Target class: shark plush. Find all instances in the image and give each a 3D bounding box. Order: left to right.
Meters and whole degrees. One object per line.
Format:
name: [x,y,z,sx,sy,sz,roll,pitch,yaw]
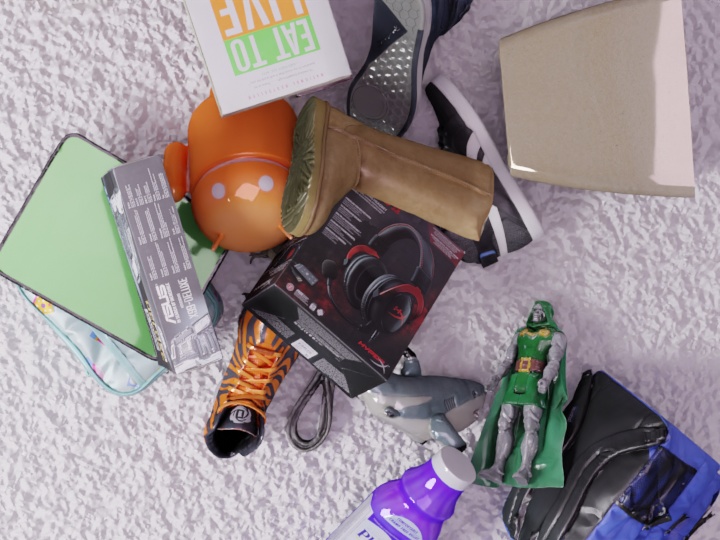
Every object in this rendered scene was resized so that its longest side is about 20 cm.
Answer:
shark plush: [0.038,0.118,1.709,0.200,0.091,0.083,27,79,-14]

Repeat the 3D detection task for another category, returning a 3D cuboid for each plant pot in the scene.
plant pot: [0.232,-0.173,1.645,0.177,0.200,0.200,-4,97,7]

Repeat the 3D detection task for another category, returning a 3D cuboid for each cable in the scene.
cable: [-0.026,0.095,1.719,0.097,0.050,0.200,38,91,-5]

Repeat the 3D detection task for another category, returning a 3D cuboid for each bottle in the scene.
bottle: [0.040,0.261,1.701,0.084,0.065,0.200,38,117,-9]

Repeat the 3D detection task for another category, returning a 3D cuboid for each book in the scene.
book: [-0.101,-0.262,1.572,0.134,0.048,0.200,-19,93,-5]

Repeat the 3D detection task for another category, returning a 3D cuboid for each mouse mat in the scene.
mouse mat: [-0.243,-0.023,1.634,0.200,0.008,0.161,31,84,-9]

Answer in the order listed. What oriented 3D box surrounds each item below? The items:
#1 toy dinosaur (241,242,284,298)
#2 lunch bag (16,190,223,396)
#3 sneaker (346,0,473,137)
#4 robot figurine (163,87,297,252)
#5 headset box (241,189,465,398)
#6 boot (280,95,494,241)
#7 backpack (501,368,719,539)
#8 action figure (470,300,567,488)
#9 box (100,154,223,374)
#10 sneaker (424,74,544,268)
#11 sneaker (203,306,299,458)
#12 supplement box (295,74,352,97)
toy dinosaur: [-0.065,0.008,1.688,0.200,0.047,0.088,28,83,5]
lunch bag: [-0.247,0.025,1.684,0.160,0.077,0.200,-40,96,0]
sneaker: [0.056,-0.231,1.672,0.077,0.146,0.202,26,130,11]
robot figurine: [-0.111,-0.101,1.627,0.144,0.200,0.117,23,132,-31]
headset box: [0.000,0.000,1.624,0.149,0.075,0.200,42,56,-12]
boot: [0.031,-0.074,1.571,0.200,0.175,0.066,22,139,-17]
backpack: [0.262,0.240,1.699,0.168,0.163,0.200,39,91,-27]
action figure: [0.172,0.124,1.707,0.118,0.055,0.200,-1,64,34]
box: [-0.190,-0.005,1.562,0.050,0.158,0.200,-18,94,-12]
sneaker: [0.095,-0.093,1.696,0.112,0.073,0.200,-32,97,1]
sneaker: [-0.102,0.112,1.650,0.078,0.112,0.200,17,123,-5]
supplement box: [-0.068,-0.277,1.648,0.061,0.109,0.200,-19,96,-2]
